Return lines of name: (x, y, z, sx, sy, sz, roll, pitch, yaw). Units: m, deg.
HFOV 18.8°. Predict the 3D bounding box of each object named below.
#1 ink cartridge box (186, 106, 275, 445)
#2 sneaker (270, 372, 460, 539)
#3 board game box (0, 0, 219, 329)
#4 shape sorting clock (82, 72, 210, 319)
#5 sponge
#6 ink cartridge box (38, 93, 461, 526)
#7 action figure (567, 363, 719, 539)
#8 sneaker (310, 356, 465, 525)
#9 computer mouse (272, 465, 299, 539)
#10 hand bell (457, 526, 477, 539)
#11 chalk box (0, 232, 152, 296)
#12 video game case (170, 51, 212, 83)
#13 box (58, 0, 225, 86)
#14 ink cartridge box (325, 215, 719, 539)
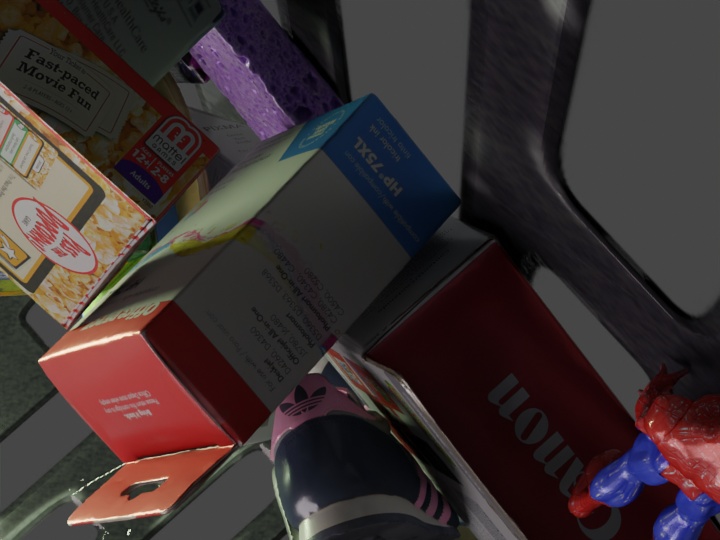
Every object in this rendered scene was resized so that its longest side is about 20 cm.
ink cartridge box: (-0.101, -0.017, 1.257, 0.200, 0.050, 0.162, 41, 127, 46)
sneaker: (0.002, 0.095, 1.015, 0.200, 0.070, 0.082, 66, -175, -76)
board game box: (-0.166, -0.076, 0.904, 0.200, 0.046, 0.151, 43, 152, -4)
shape sorting clock: (-0.121, -0.025, 1.209, 0.200, 0.039, 0.201, -173, 82, -64)
sponge: (-0.070, -0.122, 1.057, 0.200, 0.030, 0.112, 51, 172, -10)
ink cartridge box: (-0.061, 0.019, 0.953, 0.067, 0.200, 0.116, 50, 151, -13)
action figure: (0.126, 0.073, 0.825, 0.065, 0.052, 0.200, 43, 167, 6)
sneaker: (0.044, 0.105, 1.200, 0.200, 0.070, 0.082, 38, -177, -46)
computer mouse: (0.012, 0.177, 1.148, 0.141, 0.046, 0.200, 55, -172, -23)
hand bell: (0.037, 0.181, 1.336, 0.104, 0.104, 0.200, 48, -156, 6)
chalk box: (-0.187, -0.058, 1.156, 0.200, 0.124, 0.125, 162, 106, -65)
video game case: (-0.149, -0.181, 1.197, 0.181, 0.036, 0.200, 51, 173, -12)
box: (-0.189, -0.166, 0.971, 0.199, 0.105, 0.184, 16, 144, 42)
ink cartridge box: (0.075, 0.077, 1.001, 0.200, 0.084, 0.176, 51, 173, -19)
